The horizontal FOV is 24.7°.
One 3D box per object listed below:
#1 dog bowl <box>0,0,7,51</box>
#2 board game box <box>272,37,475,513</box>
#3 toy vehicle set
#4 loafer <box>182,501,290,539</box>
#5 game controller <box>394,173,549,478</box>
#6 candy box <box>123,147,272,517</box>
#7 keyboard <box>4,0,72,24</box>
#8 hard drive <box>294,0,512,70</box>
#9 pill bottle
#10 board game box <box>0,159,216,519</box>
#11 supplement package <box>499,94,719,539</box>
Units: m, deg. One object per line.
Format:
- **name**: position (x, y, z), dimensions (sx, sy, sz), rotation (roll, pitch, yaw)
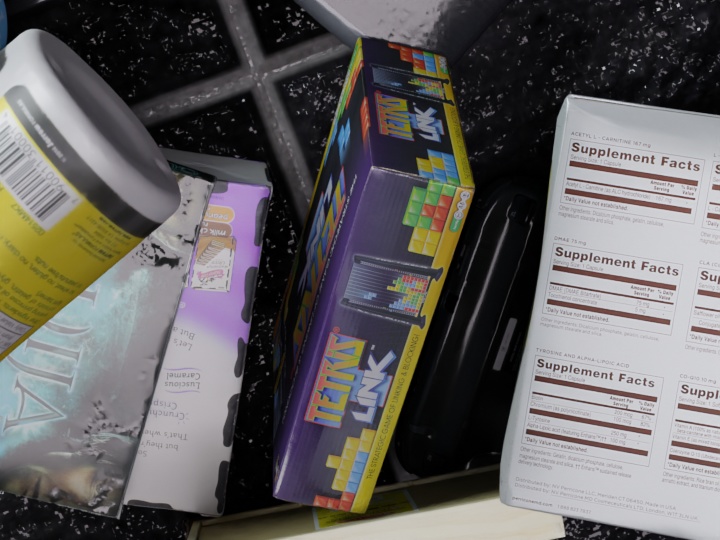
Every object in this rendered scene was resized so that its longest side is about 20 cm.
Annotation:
- **dog bowl**: position (-0.268, -0.142, 0.852), dimensions (0.199, 0.050, 0.112), rotation (26, 97, 19)
- **board game box**: position (0.000, 0.000, 0.885), dimensions (0.056, 0.166, 0.201), rotation (13, 118, -8)
- **toy vehicle set**: position (0.004, 0.142, 0.905), dimensions (0.199, 0.124, 0.027), rotation (-10, 91, -2)
- **loafer**: position (-0.080, 0.178, 0.997), dimensions (0.199, 0.073, 0.072), rotation (-33, 108, 4)
- **game controller**: position (0.093, 0.043, 0.999), dimensions (0.104, 0.042, 0.201), rotation (12, 106, -24)
- **candy box**: position (-0.148, 0.030, 0.948), dimensions (0.167, 0.072, 0.201), rotation (8, 105, -8)
- **keyboard**: position (-0.212, -0.146, 0.913), dimensions (0.199, 0.021, 0.128), rotation (-20, 104, 1)
- **hard drive**: position (0.004, -0.201, 0.909), dimensions (0.200, 0.042, 0.135), rotation (41, 99, -15)
- **pill bottle**: position (-0.196, -0.013, 0.805), dimensions (0.200, 0.114, 0.114), rotation (-39, 106, 7)
- **board game box**: position (-0.168, 0.025, 0.891), dimensions (0.134, 0.028, 0.201), rotation (15, 103, -8)
- **supplement package**: position (0.161, 0.017, 0.860), dimensions (0.146, 0.191, 0.201), rotation (9, 96, 6)
